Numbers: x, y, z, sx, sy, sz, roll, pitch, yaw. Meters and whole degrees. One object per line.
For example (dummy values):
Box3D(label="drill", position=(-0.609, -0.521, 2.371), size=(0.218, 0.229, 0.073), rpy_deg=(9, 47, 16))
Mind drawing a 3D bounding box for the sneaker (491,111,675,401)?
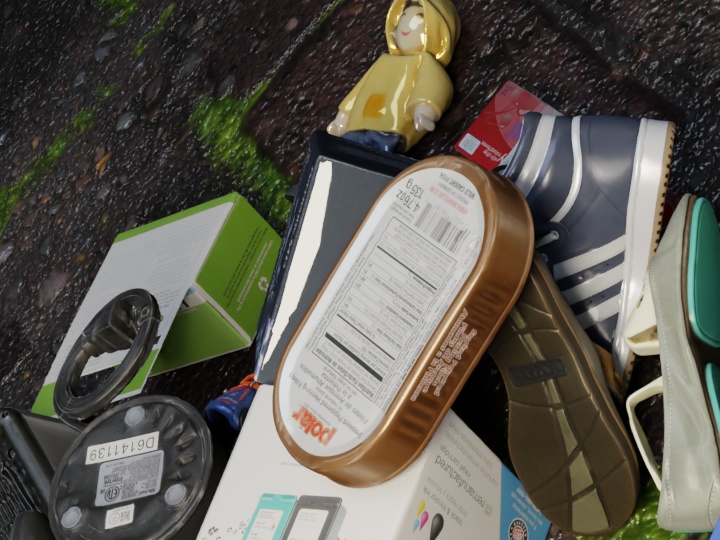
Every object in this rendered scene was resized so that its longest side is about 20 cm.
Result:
Box3D(label="sneaker", position=(0.122, -0.001, 1.354), size=(0.070, 0.108, 0.201), rpy_deg=(-63, -18, -73))

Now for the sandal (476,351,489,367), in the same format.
Box3D(label="sandal", position=(0.085, 0.013, 1.523), size=(0.075, 0.045, 0.200), rpy_deg=(-33, 22, 18))

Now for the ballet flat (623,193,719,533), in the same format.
Box3D(label="ballet flat", position=(0.180, 0.052, 1.287), size=(0.063, 0.067, 0.201), rpy_deg=(-14, 67, 23))

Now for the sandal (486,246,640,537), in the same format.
Box3D(label="sandal", position=(0.116, 0.063, 1.312), size=(0.081, 0.201, 0.055), rpy_deg=(-14, 16, 42))

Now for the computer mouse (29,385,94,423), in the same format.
Box3D(label="computer mouse", position=(-0.263, 0.193, 1.770), size=(0.140, 0.046, 0.201), rpy_deg=(-18, 54, 41))

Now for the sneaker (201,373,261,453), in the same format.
Box3D(label="sneaker", position=(-0.066, 0.102, 1.579), size=(0.075, 0.078, 0.201), rpy_deg=(5, 62, 52))

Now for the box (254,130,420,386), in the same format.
Box3D(label="box", position=(0.000, 0.000, 1.465), size=(0.200, 0.107, 0.149), rpy_deg=(-109, 35, -82))

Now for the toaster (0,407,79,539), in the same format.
Box3D(label="toaster", position=(-0.255, 0.211, 1.621), size=(0.181, 0.119, 0.200), rpy_deg=(-41, 66, 15))

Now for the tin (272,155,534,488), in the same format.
Box3D(label="tin", position=(0.021, 0.027, 1.272), size=(0.201, 0.042, 0.112), rpy_deg=(-59, 39, 5))

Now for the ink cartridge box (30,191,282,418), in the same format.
Box3D(label="ink cartridge box", position=(-0.155, 0.051, 1.716), size=(0.147, 0.076, 0.201), rpy_deg=(-18, 38, 42))

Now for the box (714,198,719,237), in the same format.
Box3D(label="box", position=(0.270, -0.050, 1.259), size=(0.160, 0.049, 0.201), rpy_deg=(-117, 39, -53))

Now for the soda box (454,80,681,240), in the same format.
Box3D(label="soda box", position=(0.143, -0.055, 1.480), size=(0.063, 0.070, 0.200), rpy_deg=(-49, 33, 2))

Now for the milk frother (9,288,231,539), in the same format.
Box3D(label="milk frother", position=(-0.114, 0.140, 1.463), size=(0.180, 0.188, 0.201), rpy_deg=(2, 58, 32))

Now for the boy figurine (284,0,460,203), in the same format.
Box3D(label="boy figurine", position=(0.024, -0.126, 1.707), size=(0.124, 0.064, 0.201), rpy_deg=(10, 70, 57))

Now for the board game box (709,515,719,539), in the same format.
Box3D(label="board game box", position=(0.247, 0.190, 1.137), size=(0.200, 0.045, 0.135), rpy_deg=(4, 62, 53))

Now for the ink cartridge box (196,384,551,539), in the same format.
Box3D(label="ink cartridge box", position=(-0.006, 0.194, 1.331), size=(0.145, 0.147, 0.201), rpy_deg=(3, 61, 38))
